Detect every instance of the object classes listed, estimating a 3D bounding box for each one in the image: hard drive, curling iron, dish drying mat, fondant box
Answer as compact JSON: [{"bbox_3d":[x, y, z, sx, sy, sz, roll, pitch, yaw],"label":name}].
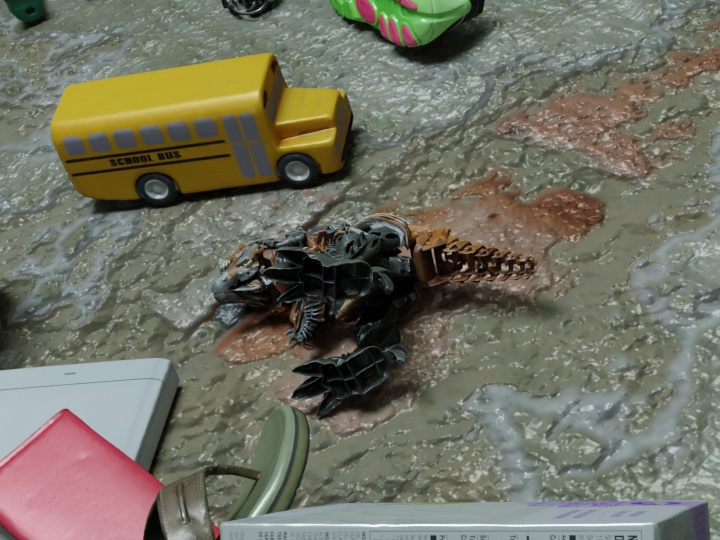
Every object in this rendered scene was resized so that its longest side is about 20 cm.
[{"bbox_3d":[-0.192,0.133,0.987,0.131,0.027,0.201,-5,41,18],"label":"hard drive"},{"bbox_3d":[-0.084,-0.275,1.427,0.049,0.026,0.201,-6,40,12],"label":"curling iron"},{"bbox_3d":[-0.122,0.150,0.911,0.199,0.018,0.077,32,60,31],"label":"dish drying mat"},{"bbox_3d":[0.053,0.138,0.782,0.198,0.144,0.059,-2,86,20],"label":"fondant box"}]

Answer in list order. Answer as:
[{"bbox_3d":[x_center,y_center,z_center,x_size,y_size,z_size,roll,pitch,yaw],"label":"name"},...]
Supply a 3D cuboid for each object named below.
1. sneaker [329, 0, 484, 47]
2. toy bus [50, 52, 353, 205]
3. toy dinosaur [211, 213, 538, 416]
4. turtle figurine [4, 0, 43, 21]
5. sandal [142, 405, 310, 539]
[{"bbox_3d":[0.028,-0.227,1.298,0.083,0.077,0.200,-15,38,-23],"label":"sneaker"},{"bbox_3d":[-0.109,-0.100,1.187,0.198,0.079,0.065,-7,40,16],"label":"toy bus"},{"bbox_3d":[0.000,0.000,1.017,0.199,0.103,0.136,-26,15,27],"label":"toy dinosaur"},{"bbox_3d":[-0.297,-0.309,1.503,0.149,0.101,0.201,-35,54,3],"label":"turtle figurine"},{"bbox_3d":[-0.087,0.139,0.841,0.057,0.080,0.201,39,58,-3],"label":"sandal"}]
